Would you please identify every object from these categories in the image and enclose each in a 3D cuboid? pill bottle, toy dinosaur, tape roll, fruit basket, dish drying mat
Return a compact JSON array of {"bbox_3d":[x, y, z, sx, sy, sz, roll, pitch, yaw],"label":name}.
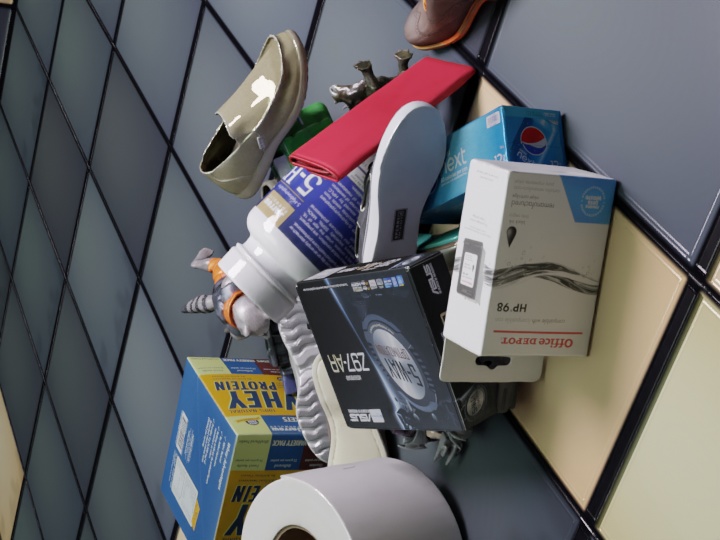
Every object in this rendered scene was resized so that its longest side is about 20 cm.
[{"bbox_3d":[-0.048,-0.046,1.461,0.200,0.120,0.120,-45,33,-2],"label":"pill bottle"},{"bbox_3d":[0.039,-0.169,1.498,0.200,0.077,0.103,50,159,41],"label":"toy dinosaur"},{"bbox_3d":[-0.009,0.300,1.412,0.202,0.139,0.204,5,96,50],"label":"tape roll"},{"bbox_3d":[-0.069,-0.115,1.610,0.186,0.094,0.200,65,163,-13],"label":"fruit basket"},{"bbox_3d":[0.023,-0.153,1.391,0.077,0.200,0.018,21,140,45],"label":"dish drying mat"}]

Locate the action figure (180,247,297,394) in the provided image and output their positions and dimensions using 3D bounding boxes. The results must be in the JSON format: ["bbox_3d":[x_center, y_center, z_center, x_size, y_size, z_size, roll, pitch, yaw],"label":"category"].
[{"bbox_3d":[-0.147,0.062,1.704,0.193,0.104,0.201,-167,62,-71],"label":"action figure"}]

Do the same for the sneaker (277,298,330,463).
[{"bbox_3d":[-0.040,0.130,1.638,0.082,0.074,0.201,55,-159,-72],"label":"sneaker"}]

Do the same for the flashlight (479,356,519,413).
[{"bbox_3d":[0.134,0.030,1.288,0.068,0.068,0.201,11,103,24],"label":"flashlight"}]

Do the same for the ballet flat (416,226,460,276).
[{"bbox_3d":[0.078,-0.010,1.417,0.200,0.067,0.064,-5,110,62],"label":"ballet flat"}]

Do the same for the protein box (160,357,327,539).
[{"bbox_3d":[-0.143,0.240,1.729,0.200,0.134,0.199,45,126,56],"label":"protein box"}]

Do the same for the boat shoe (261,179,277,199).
[{"bbox_3d":[-0.092,-0.015,1.735,0.072,0.060,0.203,-21,68,61],"label":"boat shoe"}]

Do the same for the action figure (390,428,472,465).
[{"bbox_3d":[0.060,0.114,1.420,0.200,0.069,0.130,53,128,48],"label":"action figure"}]

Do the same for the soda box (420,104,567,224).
[{"bbox_3d":[0.112,-0.097,1.334,0.200,0.068,0.064,-23,69,61],"label":"soda box"}]

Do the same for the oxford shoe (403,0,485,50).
[{"bbox_3d":[0.085,-0.283,1.399,0.200,0.073,0.072,-37,55,57],"label":"oxford shoe"}]

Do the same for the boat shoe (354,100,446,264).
[{"bbox_3d":[0.031,-0.078,1.351,0.066,0.070,0.201,49,140,49],"label":"boat shoe"}]

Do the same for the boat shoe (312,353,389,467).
[{"bbox_3d":[-0.005,0.183,1.544,0.060,0.072,0.201,-4,-101,-75],"label":"boat shoe"}]

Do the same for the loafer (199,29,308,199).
[{"bbox_3d":[-0.115,-0.166,1.491,0.076,0.068,0.201,53,128,47],"label":"loafer"}]

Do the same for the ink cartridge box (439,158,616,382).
[{"bbox_3d":[0.144,0.010,1.210,0.067,0.115,0.201,26,111,60],"label":"ink cartridge box"}]

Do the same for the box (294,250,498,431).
[{"bbox_3d":[0.030,0.071,1.326,0.200,0.043,0.161,-7,105,56],"label":"box"}]

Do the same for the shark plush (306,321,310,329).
[{"bbox_3d":[0.000,0.000,1.554,0.083,0.090,0.201,-73,-4,-63],"label":"shark plush"}]
